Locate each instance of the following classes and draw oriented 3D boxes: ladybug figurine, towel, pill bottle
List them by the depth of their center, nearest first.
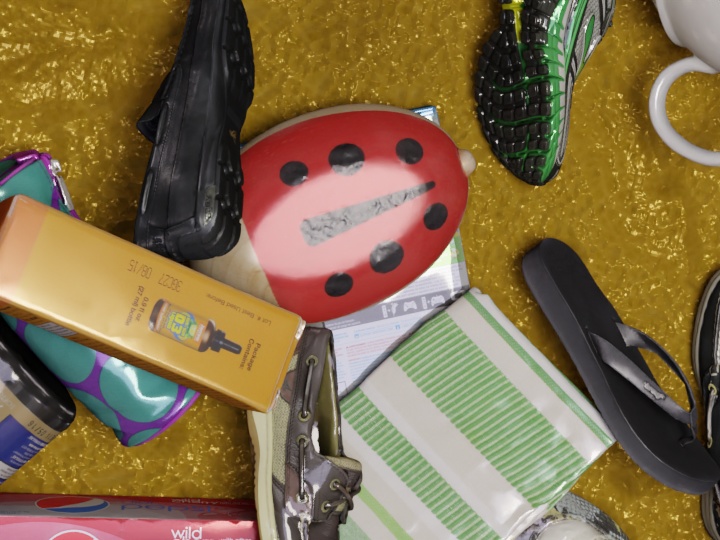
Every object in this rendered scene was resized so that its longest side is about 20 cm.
[{"bbox_3d":[-0.290,0.116,1.253,0.200,0.112,0.112,-41,100,-1],"label":"pill bottle"},{"bbox_3d":[-0.017,-0.036,1.271,0.200,0.072,0.136,-26,98,-4],"label":"ladybug figurine"},{"bbox_3d":[0.054,0.128,1.307,0.200,0.023,0.153,-44,81,2],"label":"towel"}]

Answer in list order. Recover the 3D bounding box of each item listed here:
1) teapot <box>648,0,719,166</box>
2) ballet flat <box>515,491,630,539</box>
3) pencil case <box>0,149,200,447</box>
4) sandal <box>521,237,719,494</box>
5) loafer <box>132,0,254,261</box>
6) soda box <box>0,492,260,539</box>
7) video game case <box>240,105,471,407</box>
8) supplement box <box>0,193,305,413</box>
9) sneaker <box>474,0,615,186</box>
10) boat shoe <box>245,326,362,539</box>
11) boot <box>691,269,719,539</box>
[{"bbox_3d":[0.246,-0.203,1.267,0.146,0.200,0.198,-2,135,28],"label":"teapot"},{"bbox_3d":[0.172,0.216,1.344,0.200,0.072,0.072,41,90,-9],"label":"ballet flat"},{"bbox_3d":[-0.182,0.016,1.269,0.092,0.085,0.200,-38,100,10],"label":"pencil case"},{"bbox_3d":[0.178,0.062,1.298,0.043,0.076,0.200,-38,82,29],"label":"sandal"},{"bbox_3d":[-0.109,-0.100,1.244,0.070,0.068,0.201,-4,64,16],"label":"loafer"},{"bbox_3d":[-0.159,0.187,1.298,0.199,0.070,0.064,2,96,-7],"label":"soda box"},{"bbox_3d":[0.000,0.000,1.323,0.143,0.018,0.201,-12,98,-5],"label":"video game case"},{"bbox_3d":[-0.139,0.023,1.204,0.200,0.069,0.067,24,77,-16],"label":"supplement box"},{"bbox_3d":[0.134,-0.152,1.293,0.085,0.078,0.201,-4,111,-35],"label":"sneaker"},{"bbox_3d":[-0.032,0.133,1.267,0.065,0.073,0.201,-13,83,17],"label":"boat shoe"},{"bbox_3d":[0.277,0.104,1.300,0.073,0.154,0.204,-2,97,-7],"label":"boot"}]
